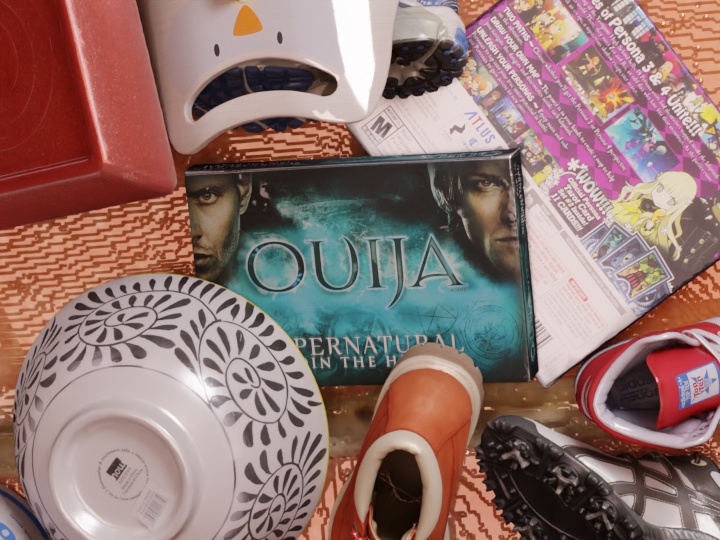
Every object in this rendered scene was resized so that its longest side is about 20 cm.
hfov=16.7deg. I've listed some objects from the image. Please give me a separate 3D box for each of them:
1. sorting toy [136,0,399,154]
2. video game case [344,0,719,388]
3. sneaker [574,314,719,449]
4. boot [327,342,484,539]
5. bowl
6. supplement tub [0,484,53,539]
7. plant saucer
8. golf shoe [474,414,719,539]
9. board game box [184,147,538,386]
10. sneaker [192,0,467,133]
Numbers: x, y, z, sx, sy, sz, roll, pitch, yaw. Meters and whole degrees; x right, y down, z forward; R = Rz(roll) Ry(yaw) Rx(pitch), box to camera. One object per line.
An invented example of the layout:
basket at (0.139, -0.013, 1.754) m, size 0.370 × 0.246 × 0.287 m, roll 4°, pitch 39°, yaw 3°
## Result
sorting toy at (-0.055, -0.158, 1.370) m, size 0.200 × 0.107 × 0.180 m, roll -10°, pitch 75°, yaw 20°
video game case at (0.120, -0.063, 1.439) m, size 0.181 × 0.036 × 0.200 m, roll -38°, pitch 91°, yaw 9°
sneaker at (0.219, 0.049, 1.401) m, size 0.200 × 0.112 × 0.071 m, roll -21°, pitch 91°, yaw 6°
boot at (0.015, 0.150, 1.419) m, size 0.075 × 0.107 × 0.200 m, roll 15°, pitch 121°, yaw 5°
bowl at (-0.126, 0.110, 1.434) m, size 0.200 × 0.094 × 0.201 m, roll 4°, pitch 105°, yaw 14°
supplement tub at (-0.254, 0.197, 1.419) m, size 0.132 × 0.200 × 0.132 m, roll 1°, pitch 96°, yaw 5°
plant saucer at (-0.209, -0.124, 1.417) m, size 0.200 × 0.037 × 0.200 m, roll -9°, pitch 95°, yaw 39°
golf shoe at (0.161, 0.139, 1.437) m, size 0.200 × 0.095 × 0.078 m, roll 35°, pitch 134°, yaw 4°
board game box at (0.000, 0.000, 1.438) m, size 0.200 × 0.028 × 0.135 m, roll -3°, pitch 102°, yaw 16°
sneaker at (-0.029, -0.139, 1.435) m, size 0.200 × 0.077 × 0.085 m, roll -8°, pitch 61°, yaw 21°
